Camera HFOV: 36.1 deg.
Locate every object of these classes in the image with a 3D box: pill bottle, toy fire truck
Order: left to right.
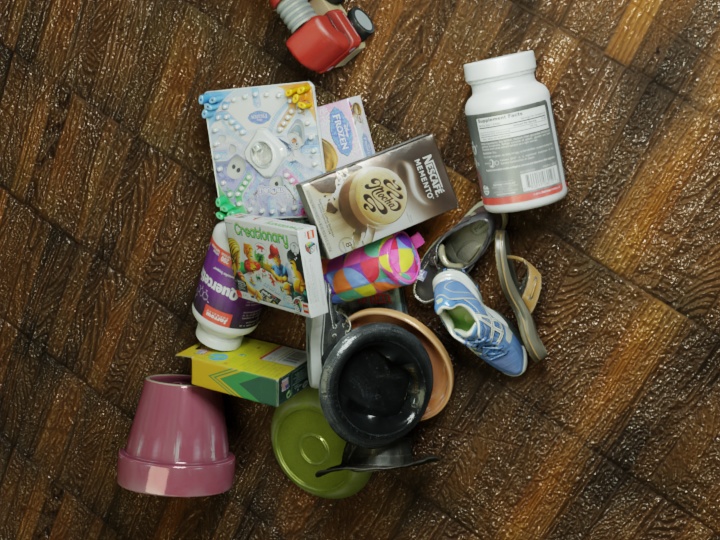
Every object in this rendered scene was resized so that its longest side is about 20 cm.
[{"bbox_3d":[-0.202,0.025,1.770,0.112,0.112,0.200,28,116,19],"label":"pill bottle"},{"bbox_3d":[-0.083,-0.370,1.530,0.129,0.200,0.176,-34,87,33],"label":"toy fire truck"},{"bbox_3d":[0.203,-0.185,1.477,0.116,0.116,0.200,-7,101,31],"label":"pill bottle"}]

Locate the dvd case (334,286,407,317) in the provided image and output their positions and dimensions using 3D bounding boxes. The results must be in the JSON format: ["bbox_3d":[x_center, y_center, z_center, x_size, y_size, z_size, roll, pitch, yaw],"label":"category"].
[{"bbox_3d":[0.003,0.043,1.716,0.146,0.022,0.200,0,105,29],"label":"dvd case"}]

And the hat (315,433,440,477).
[{"bbox_3d":[0.020,0.267,1.695,0.200,0.200,0.081,-13,81,32],"label":"hat"}]

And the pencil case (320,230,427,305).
[{"bbox_3d":[0.000,0.000,1.635,0.200,0.088,0.089,-16,97,37],"label":"pencil case"}]

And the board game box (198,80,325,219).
[{"bbox_3d":[-0.147,-0.174,1.656,0.200,0.026,0.200,0,104,30],"label":"board game box"}]

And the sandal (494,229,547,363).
[{"bbox_3d":[0.234,0.032,1.553,0.054,0.082,0.200,-19,96,14],"label":"sandal"}]

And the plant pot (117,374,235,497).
[{"bbox_3d":[-0.306,0.273,1.873,0.200,0.200,0.179,6,92,28],"label":"plant pot"}]

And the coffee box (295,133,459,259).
[{"bbox_3d":[0.023,-0.106,1.559,0.200,0.080,0.113,-23,98,-8],"label":"coffee box"}]

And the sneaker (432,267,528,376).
[{"bbox_3d":[0.166,0.089,1.582,0.076,0.077,0.200,-32,113,32],"label":"sneaker"}]

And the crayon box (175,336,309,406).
[{"bbox_3d":[-0.183,0.156,1.794,0.200,0.127,0.051,12,111,27],"label":"crayon box"}]

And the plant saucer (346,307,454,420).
[{"bbox_3d":[0.052,0.140,1.684,0.200,0.037,0.201,14,125,22],"label":"plant saucer"}]

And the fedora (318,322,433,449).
[{"bbox_3d":[0.008,0.159,1.613,0.092,0.200,0.201,21,119,56],"label":"fedora"}]

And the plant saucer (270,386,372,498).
[{"bbox_3d":[-0.071,0.291,1.829,0.200,0.031,0.200,9,110,27],"label":"plant saucer"}]

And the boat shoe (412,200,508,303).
[{"bbox_3d":[0.133,-0.022,1.596,0.072,0.065,0.200,47,122,7],"label":"boat shoe"}]

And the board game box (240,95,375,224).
[{"bbox_3d":[-0.066,-0.141,1.660,0.199,0.041,0.200,-12,99,31],"label":"board game box"}]

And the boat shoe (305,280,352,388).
[{"bbox_3d":[-0.045,0.094,1.646,0.066,0.070,0.200,-5,123,-9],"label":"boat shoe"}]

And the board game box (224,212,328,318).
[{"bbox_3d":[-0.124,-0.011,1.597,0.200,0.035,0.127,12,115,52],"label":"board game box"}]
